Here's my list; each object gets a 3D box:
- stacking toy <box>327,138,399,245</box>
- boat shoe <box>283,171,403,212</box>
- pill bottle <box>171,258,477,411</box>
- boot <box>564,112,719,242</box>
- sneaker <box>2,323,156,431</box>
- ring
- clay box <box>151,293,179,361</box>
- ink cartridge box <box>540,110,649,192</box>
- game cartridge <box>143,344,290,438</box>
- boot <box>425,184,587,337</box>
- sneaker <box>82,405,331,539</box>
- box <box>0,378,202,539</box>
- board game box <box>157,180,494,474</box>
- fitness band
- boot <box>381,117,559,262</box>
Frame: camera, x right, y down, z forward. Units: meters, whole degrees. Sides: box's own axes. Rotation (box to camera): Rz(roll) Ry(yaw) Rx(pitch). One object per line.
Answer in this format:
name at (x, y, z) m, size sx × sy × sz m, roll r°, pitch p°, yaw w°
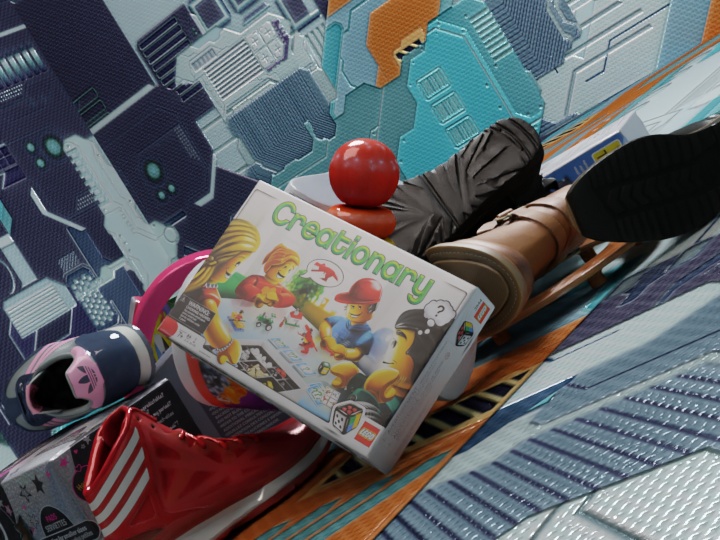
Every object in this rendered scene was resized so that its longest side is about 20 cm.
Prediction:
stacking toy at (0.000, 0.000, 1.167) m, size 0.085 × 0.201 × 0.085 m, roll 6°, pitch 10°, yaw -1°
boat shoe at (-0.012, -0.047, 1.284) m, size 0.200 × 0.068 × 0.057 m, roll -10°, pitch -51°, yaw -60°
pill bottle at (-0.024, 0.046, 1.077) m, size 0.199 × 0.112 × 0.111 m, roll 1°, pitch 20°, yaw 29°
boot at (0.227, -0.067, 1.170) m, size 0.199 × 0.078 × 0.138 m, roll -19°, pitch 2°, yaw -18°
sneaker at (-0.254, 0.095, 1.247) m, size 0.082 × 0.070 × 0.200 m, roll -24°, pitch -2°, yaw -45°
ring at (0.144, 0.015, 1.198) m, size 0.200 × 0.019 × 0.200 m, roll -33°, pitch 3°, yaw 2°
clay box at (-0.157, 0.086, 1.429) m, size 0.047 × 0.115 × 0.200 m, roll -26°, pitch -2°, yaw -21°
ink cartridge box at (0.183, -0.061, 1.427) m, size 0.199 × 0.077 × 0.136 m, roll -29°, pitch 4°, yaw 21°
game cartridge at (-0.071, 0.078, 1.257) m, size 0.199 × 0.134 × 0.041 m, roll -32°, pitch 14°, yaw -4°
boot at (0.124, -0.012, 1.136) m, size 0.155 × 0.077 × 0.200 m, roll -30°, pitch -5°, yaw -18°
sneaker at (-0.111, 0.126, 1.086) m, size 0.078 × 0.116 × 0.200 m, roll -28°, pitch 5°, yaw 46°
box at (-0.220, 0.185, 1.234) m, size 0.132 × 0.115 × 0.200 m, roll -35°, pitch 4°, yaw -40°
board game box at (-0.026, 0.032, 0.994) m, size 0.127 × 0.199 × 0.035 m, roll -57°, pitch -36°, yaw -10°
fitness band at (-0.127, 0.079, 1.292) m, size 0.143 × 0.201 × 0.037 m, roll 2°, pitch 18°, yaw -14°
boot at (0.090, -0.028, 1.283) m, size 0.198 × 0.073 × 0.163 m, roll -37°, pitch -31°, yaw -6°
